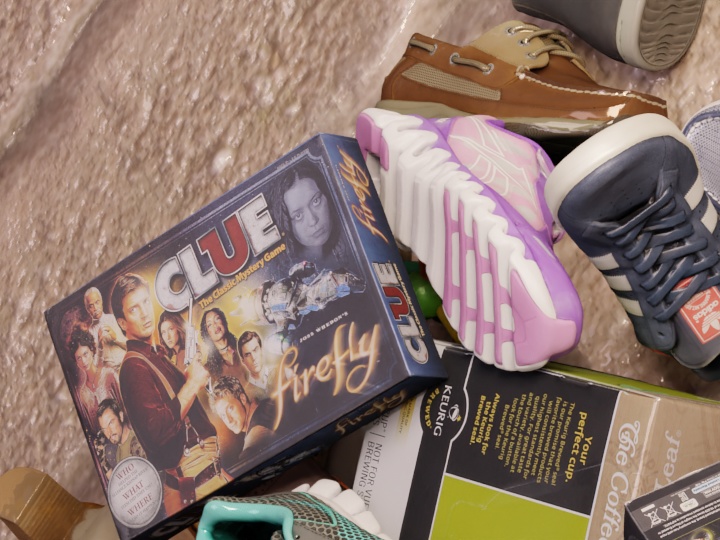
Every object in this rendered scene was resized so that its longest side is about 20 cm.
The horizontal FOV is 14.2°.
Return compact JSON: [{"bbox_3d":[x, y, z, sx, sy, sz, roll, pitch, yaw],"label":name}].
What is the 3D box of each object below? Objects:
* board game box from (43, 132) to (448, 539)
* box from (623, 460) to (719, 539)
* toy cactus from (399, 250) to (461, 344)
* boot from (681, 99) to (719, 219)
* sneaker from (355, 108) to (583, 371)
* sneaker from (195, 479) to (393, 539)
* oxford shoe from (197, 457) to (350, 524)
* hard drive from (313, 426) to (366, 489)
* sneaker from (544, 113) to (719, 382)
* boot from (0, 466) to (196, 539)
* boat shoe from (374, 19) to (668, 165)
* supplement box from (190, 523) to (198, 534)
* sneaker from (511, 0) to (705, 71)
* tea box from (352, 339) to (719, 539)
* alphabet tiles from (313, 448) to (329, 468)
[{"bbox_3d":[-0.062,0.037,1.461,0.200,0.035,0.136,-32,69,29],"label":"board game box"},{"bbox_3d":[0.237,0.129,1.242,0.161,0.200,0.049,57,164,39],"label":"box"},{"bbox_3d":[0.000,0.000,1.564,0.165,0.199,0.103,-84,-12,-63],"label":"toy cactus"},{"bbox_3d":[0.205,-0.043,1.379,0.200,0.090,0.073,25,100,47],"label":"boot"},{"bbox_3d":[0.069,-0.025,1.419,0.200,0.088,0.081,-128,36,-52],"label":"sneaker"},{"bbox_3d":[-0.006,0.154,1.365,0.200,0.091,0.078,20,97,48],"label":"sneaker"},{"bbox_3d":[-0.066,0.104,1.517,0.200,0.073,0.071,31,67,34],"label":"oxford shoe"},{"bbox_3d":[-0.037,0.093,1.662,0.132,0.026,0.200,-40,54,35],"label":"hard drive"},{"bbox_3d":[0.149,-0.004,1.371,0.075,0.200,0.085,-34,63,7],"label":"sneaker"},{"bbox_3d":[-0.115,0.183,1.646,0.201,0.144,0.071,22,71,46],"label":"boot"},{"bbox_3d":[0.081,-0.098,1.542,0.200,0.076,0.074,8,84,47],"label":"boat shoe"},{"bbox_3d":[-0.060,0.131,1.586,0.066,0.069,0.200,-37,53,-14],"label":"supplement box"},{"bbox_3d":[0.139,-0.213,1.493,0.106,0.075,0.201,25,101,38],"label":"sneaker"},{"bbox_3d":[0.099,0.149,1.418,0.196,0.133,0.201,14,92,49],"label":"tea box"},{"bbox_3d":[-0.070,0.078,1.678,0.167,0.008,0.201,12,89,49],"label":"alphabet tiles"}]
